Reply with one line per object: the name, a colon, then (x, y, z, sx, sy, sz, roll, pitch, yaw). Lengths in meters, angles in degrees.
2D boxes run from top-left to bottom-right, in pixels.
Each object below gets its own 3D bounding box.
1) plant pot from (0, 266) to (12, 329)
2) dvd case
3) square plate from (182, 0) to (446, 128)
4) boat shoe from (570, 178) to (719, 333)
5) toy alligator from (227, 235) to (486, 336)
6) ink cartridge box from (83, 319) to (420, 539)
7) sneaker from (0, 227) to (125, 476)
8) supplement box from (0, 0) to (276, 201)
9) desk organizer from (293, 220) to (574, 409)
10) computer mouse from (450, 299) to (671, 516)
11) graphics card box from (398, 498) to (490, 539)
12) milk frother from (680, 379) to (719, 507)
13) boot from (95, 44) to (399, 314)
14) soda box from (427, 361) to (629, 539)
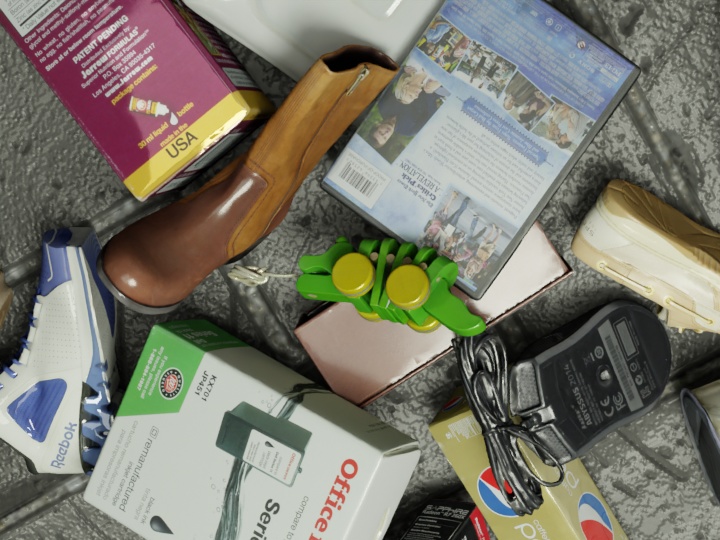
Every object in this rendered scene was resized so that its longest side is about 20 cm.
plant pot: (-0.310, 0.042, 0.935, 0.092, 0.201, 0.202, 25, 100, -8)
dvd case: (0.083, -0.100, 0.931, 0.142, 0.018, 0.201, 36, 95, 4)
square plate: (0.007, -0.213, 0.920, 0.199, 0.028, 0.199, 32, 101, -35)
boat shoe: (0.244, 0.009, 0.985, 0.199, 0.074, 0.069, 33, 123, -12)
toy alligator: (0.000, 0.000, 0.927, 0.199, 0.059, 0.055, 13, 72, 24)
ink cartridge box: (-0.078, 0.144, 0.943, 0.199, 0.083, 0.148, 26, 98, 19)
sneaker: (-0.243, 0.073, 0.998, 0.114, 0.081, 0.201, -5, 102, 0)
supplement box: (-0.164, -0.159, 0.921, 0.103, 0.131, 0.200, -37, 92, 8)
desk organizer: (0.053, 0.019, 0.987, 0.199, 0.072, 0.077, -33, 96, 7)
computer mouse: (0.149, 0.082, 0.970, 0.199, 0.053, 0.140, -21, 93, -35)
graphics card box: (0.039, 0.278, 0.966, 0.051, 0.200, 0.126, 1, 121, 35)
milk frother: (0.357, 0.151, 0.929, 0.187, 0.200, 0.181, -22, 116, 3)
boot: (-0.072, -0.063, 0.889, 0.200, 0.188, 0.069, -45, 76, 32)
soda box: (0.137, 0.175, 1.005, 0.064, 0.068, 0.201, -26, 100, 33)
